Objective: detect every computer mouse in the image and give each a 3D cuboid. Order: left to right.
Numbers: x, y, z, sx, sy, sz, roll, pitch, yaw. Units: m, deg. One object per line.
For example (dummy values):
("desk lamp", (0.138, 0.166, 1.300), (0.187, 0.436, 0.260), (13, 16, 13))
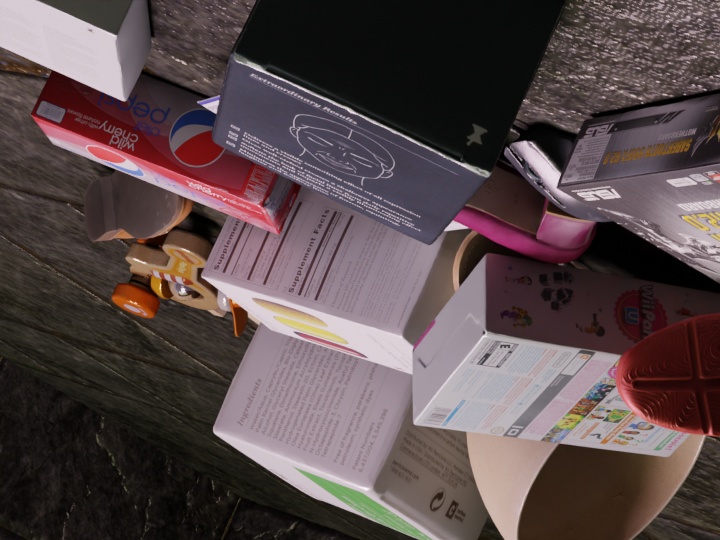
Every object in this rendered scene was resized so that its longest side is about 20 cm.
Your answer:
("computer mouse", (0.085, -0.079, 1.384), (0.199, 0.034, 0.059), (27, 169, -9))

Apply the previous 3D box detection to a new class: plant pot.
("plant pot", (0.161, 0.121, 1.786), (0.134, 0.200, 0.200), (44, -178, 37))

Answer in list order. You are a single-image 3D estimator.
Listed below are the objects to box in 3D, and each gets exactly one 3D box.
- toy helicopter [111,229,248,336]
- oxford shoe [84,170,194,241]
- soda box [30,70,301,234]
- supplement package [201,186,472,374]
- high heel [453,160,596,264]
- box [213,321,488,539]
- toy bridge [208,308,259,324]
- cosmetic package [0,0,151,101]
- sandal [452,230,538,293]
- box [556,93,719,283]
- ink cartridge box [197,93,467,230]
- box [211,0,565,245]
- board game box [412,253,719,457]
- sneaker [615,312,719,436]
("toy helicopter", (-0.159, 0.004, 2.129), (0.131, 0.079, 0.200), (24, 164, -2))
("oxford shoe", (-0.177, -0.062, 1.946), (0.071, 0.072, 0.200), (-1, 179, -24))
("soda box", (-0.141, -0.098, 1.679), (0.199, 0.064, 0.070), (22, 168, 14))
("supplement package", (0.000, 0.000, 1.706), (0.199, 0.110, 0.114), (15, 165, 37))
("high heel", (0.060, -0.054, 1.465), (0.198, 0.068, 0.096), (12, 158, -6))
("box", (0.022, 0.099, 1.873), (0.170, 0.201, 0.199), (19, 168, 34))
("toy bridge", (-0.107, 0.033, 2.262), (0.199, 0.027, 0.067), (12, 160, 47))
("cosmetic package", (-0.238, -0.192, 1.493), (0.199, 0.052, 0.151), (24, 170, 1))
("sandal", (0.114, 0.012, 1.631), (0.211, 0.078, 0.069), (25, -175, -45))
("box", (0.224, -0.037, 1.255), (0.158, 0.049, 0.200), (30, 167, -20))
("ink cartridge box", (-0.008, -0.085, 1.541), (0.199, 0.037, 0.095), (26, 169, -20))
("box", (0.009, -0.107, 1.235), (0.147, 0.108, 0.200), (25, 169, -3))
("board game box", (0.152, 0.062, 1.545), (0.198, 0.065, 0.148), (10, 151, -16))
("sneaker", (0.240, 0.058, 1.411), (0.198, 0.079, 0.115), (-5, -179, -15))
